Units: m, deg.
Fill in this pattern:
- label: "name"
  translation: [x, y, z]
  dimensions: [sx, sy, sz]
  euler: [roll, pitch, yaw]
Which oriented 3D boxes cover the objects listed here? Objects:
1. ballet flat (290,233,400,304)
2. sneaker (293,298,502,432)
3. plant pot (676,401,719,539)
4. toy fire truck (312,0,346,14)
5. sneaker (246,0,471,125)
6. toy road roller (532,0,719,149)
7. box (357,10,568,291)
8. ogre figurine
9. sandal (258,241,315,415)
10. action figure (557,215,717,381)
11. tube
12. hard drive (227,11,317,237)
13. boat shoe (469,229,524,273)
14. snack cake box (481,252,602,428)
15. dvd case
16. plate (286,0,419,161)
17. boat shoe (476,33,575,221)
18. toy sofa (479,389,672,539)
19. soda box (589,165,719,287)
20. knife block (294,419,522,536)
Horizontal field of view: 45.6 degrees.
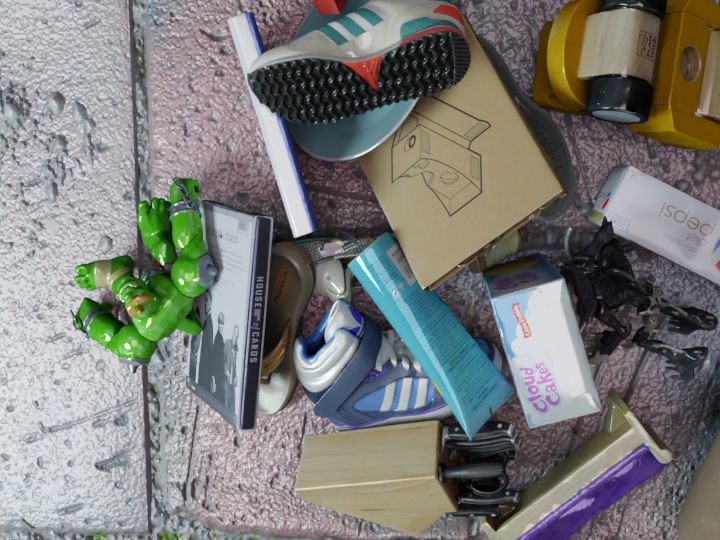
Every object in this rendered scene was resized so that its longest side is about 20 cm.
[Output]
- label: "ballet flat"
  translation: [0.000, 0.000, 0.870]
  dimensions: [0.195, 0.072, 0.074]
  euler: [-7, 96, 5]
- label: "sneaker"
  translation: [0.030, 0.081, 0.851]
  dimensions: [0.196, 0.081, 0.148]
  euler: [-21, 127, 12]
- label: "plant pot"
  translation: [0.401, 0.220, 0.822]
  dimensions: [0.198, 0.201, 0.177]
  euler: [30, 117, 1]
- label: "toy fire truck"
  translation: [0.036, -0.334, 0.809]
  dimensions: [0.138, 0.049, 0.203]
  euler: [4, 58, 29]
- label: "sneaker"
  translation: [-0.001, -0.192, 0.751]
  dimensions: [0.195, 0.095, 0.071]
  euler: [-9, 137, 14]
- label: "toy road roller"
  translation: [0.256, -0.194, 0.819]
  dimensions: [0.196, 0.145, 0.126]
  euler: [8, 92, -33]
- label: "box"
  translation: [0.077, -0.109, 0.795]
  dimensions: [0.162, 0.021, 0.203]
  euler: [-36, 68, 26]
- label: "ogre figurine"
  translation: [-0.214, 0.012, 0.879]
  dimensions: [0.199, 0.098, 0.120]
  euler: [-38, 58, -4]
- label: "sandal"
  translation: [-0.097, 0.066, 0.878]
  dimensions: [0.079, 0.054, 0.203]
  euler: [25, 121, 15]
- label: "action figure"
  translation: [0.243, 0.033, 0.818]
  dimensions: [0.198, 0.102, 0.121]
  euler: [30, 60, -21]
- label: "tube"
  translation: [0.067, 0.057, 0.816]
  dimensions: [0.077, 0.050, 0.201]
  euler: [-37, 89, -29]
- label: "hard drive"
  translation: [-0.083, -0.135, 0.836]
  dimensions: [0.025, 0.132, 0.204]
  euler: [-17, 95, -3]
- label: "boat shoe"
  translation: [0.094, -0.095, 0.855]
  dimensions: [0.062, 0.073, 0.203]
  euler: [-29, 93, 5]
- label: "snack cake box"
  translation: [0.163, 0.057, 0.802]
  dimensions: [0.066, 0.200, 0.118]
  euler: [-16, 95, 7]
- label: "dvd case"
  translation: [-0.135, 0.039, 0.862]
  dimensions: [0.024, 0.149, 0.205]
  euler: [2, 98, -31]
- label: "plate"
  translation: [0.001, -0.200, 0.831]
  dimensions: [0.197, 0.025, 0.205]
  euler: [-13, 69, 37]
- label: "boat shoe"
  translation: [0.144, -0.141, 0.857]
  dimensions: [0.074, 0.065, 0.203]
  euler: [-38, 97, -4]
- label: "toy sofa"
  translation: [0.222, 0.226, 0.875]
  dimensions: [0.199, 0.083, 0.098]
  euler: [-40, 91, 8]
- label: "soda box"
  translation: [0.330, -0.032, 0.843]
  dimensions: [0.197, 0.068, 0.065]
  euler: [28, 98, 1]
- label: "knife block"
  translation: [0.054, 0.188, 0.840]
  dimensions: [0.196, 0.065, 0.176]
  euler: [21, 136, -12]
